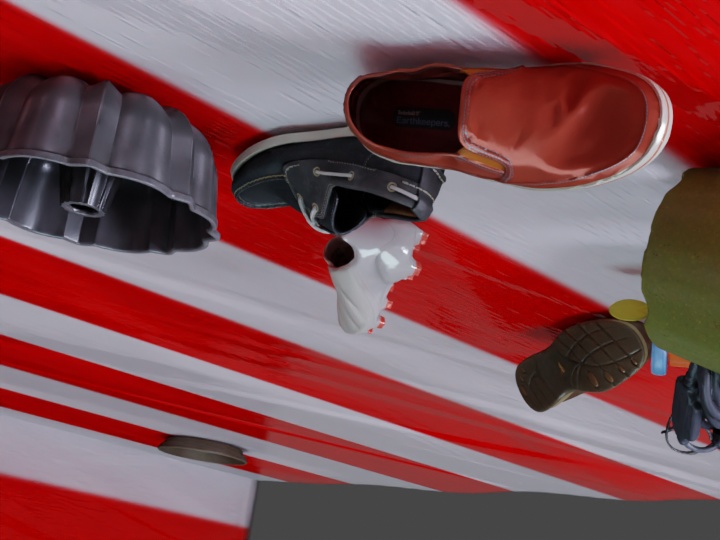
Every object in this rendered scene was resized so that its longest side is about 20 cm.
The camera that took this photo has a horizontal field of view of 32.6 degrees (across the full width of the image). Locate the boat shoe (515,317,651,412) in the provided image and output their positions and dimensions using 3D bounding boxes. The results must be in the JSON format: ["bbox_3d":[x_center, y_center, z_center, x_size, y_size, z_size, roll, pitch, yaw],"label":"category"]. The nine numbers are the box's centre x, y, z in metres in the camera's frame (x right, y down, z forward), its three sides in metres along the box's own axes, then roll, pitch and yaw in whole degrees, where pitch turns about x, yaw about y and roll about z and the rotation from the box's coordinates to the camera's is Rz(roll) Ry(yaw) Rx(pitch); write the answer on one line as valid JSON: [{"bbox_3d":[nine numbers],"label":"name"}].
[{"bbox_3d":[0.236,0.088,1.261,0.067,0.073,0.200,-20,171,-31],"label":"boat shoe"}]

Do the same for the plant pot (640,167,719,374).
[{"bbox_3d":[0.285,0.008,0.773,0.188,0.203,0.199,14,170,36],"label":"plant pot"}]

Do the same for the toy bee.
[{"bbox_3d":[0.276,0.048,1.057,0.129,0.110,0.201,17,139,0],"label":"toy bee"}]

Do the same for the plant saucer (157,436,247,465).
[{"bbox_3d":[-0.341,0.391,2.674,0.196,0.030,0.200,8,163,2],"label":"plant saucer"}]

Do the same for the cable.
[{"bbox_3d":[0.310,0.055,0.943,0.051,0.162,0.201,47,161,36],"label":"cable"}]

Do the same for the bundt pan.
[{"bbox_3d":[-0.191,-0.078,0.886,0.198,0.077,0.202,9,164,3],"label":"bundt pan"}]

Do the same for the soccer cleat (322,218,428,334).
[{"bbox_3d":[0.000,0.000,1.081,0.076,0.070,0.200,16,156,-7],"label":"soccer cleat"}]

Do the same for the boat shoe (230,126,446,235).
[{"bbox_3d":[-0.024,-0.060,0.879,0.198,0.069,0.071,-3,162,41],"label":"boat shoe"}]

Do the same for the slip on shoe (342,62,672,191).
[{"bbox_3d":[0.078,-0.086,0.708,0.197,0.075,0.061,7,-177,25],"label":"slip on shoe"}]
